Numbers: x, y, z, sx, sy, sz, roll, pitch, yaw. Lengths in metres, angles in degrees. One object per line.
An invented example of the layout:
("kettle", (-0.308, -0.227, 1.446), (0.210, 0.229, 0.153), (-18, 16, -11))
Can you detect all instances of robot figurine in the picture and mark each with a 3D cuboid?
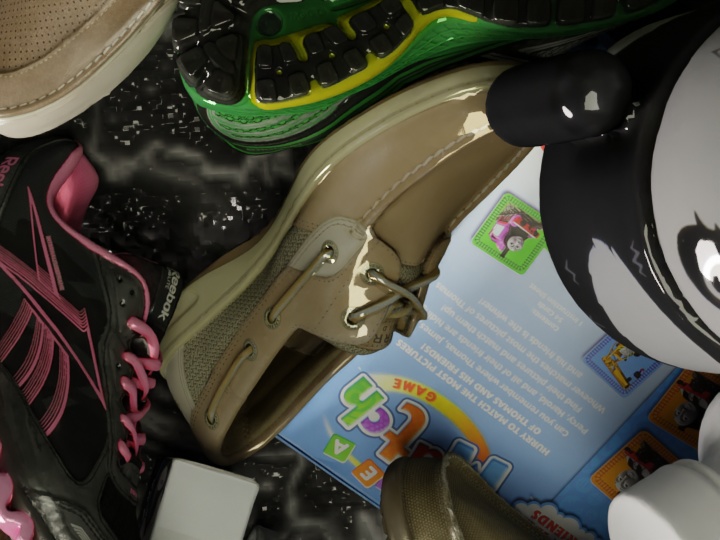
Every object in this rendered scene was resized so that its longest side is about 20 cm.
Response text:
("robot figurine", (0.129, -0.025, 0.705), (0.149, 0.200, 0.126), (-18, 94, -13))

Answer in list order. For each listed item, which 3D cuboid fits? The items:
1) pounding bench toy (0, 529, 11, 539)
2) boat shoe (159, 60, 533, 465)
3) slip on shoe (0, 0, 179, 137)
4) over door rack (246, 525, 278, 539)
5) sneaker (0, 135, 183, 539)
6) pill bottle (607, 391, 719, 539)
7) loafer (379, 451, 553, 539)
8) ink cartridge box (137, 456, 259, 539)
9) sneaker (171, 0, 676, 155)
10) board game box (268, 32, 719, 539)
("pounding bench toy", (-0.203, 0.177, 0.830), (0.155, 0.200, 0.125), (2, 114, -2))
("boat shoe", (0.000, 0.000, 0.799), (0.200, 0.065, 0.072), (-40, 152, 31))
("slip on shoe", (-0.079, -0.132, 0.755), (0.200, 0.076, 0.061), (-42, 150, 13))
("over door rack", (0.007, 0.202, 0.848), (0.147, 0.201, 0.067), (18, 127, -9))
("sneaker", (-0.102, 0.035, 0.798), (0.095, 0.079, 0.201), (-23, 69, -5))
("pill bottle", (0.193, 0.070, 0.798), (0.199, 0.111, 0.112), (-28, 114, -17))
("loafer", (0.086, 0.137, 0.839), (0.067, 0.076, 0.200), (-37, 106, 19))
("ink cartridge box", (-0.087, 0.171, 0.839), (0.039, 0.099, 0.201), (16, 82, -8))
("sneaker", (0.029, -0.098, 0.790), (0.199, 0.085, 0.078), (-16, 73, -6))
("board game box", (0.083, 0.028, 0.856), (0.151, 0.037, 0.200), (36, 107, -15))
